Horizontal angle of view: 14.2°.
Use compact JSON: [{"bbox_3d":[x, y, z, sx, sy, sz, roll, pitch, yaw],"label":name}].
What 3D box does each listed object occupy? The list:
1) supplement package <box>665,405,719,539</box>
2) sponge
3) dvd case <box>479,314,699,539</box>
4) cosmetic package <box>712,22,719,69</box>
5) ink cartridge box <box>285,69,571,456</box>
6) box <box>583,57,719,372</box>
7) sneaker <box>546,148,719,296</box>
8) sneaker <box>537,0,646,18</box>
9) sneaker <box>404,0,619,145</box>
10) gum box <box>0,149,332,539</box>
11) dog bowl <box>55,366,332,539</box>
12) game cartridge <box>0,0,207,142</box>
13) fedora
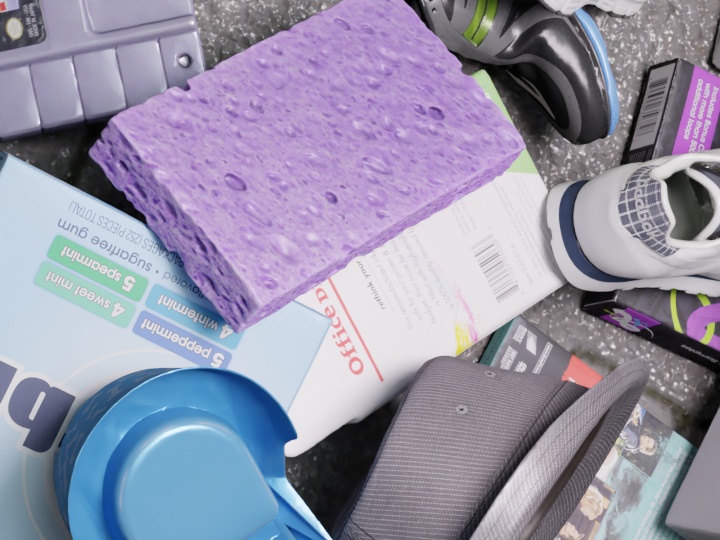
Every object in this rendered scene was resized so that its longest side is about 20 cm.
[{"bbox_3d":[0.279,0.136,1.506,0.200,0.117,0.118,36,74,-28],"label":"supplement package"},{"bbox_3d":[-0.021,-0.057,1.351,0.112,0.030,0.200,49,46,11],"label":"sponge"},{"bbox_3d":[0.120,0.137,1.498,0.200,0.022,0.146,35,68,-18],"label":"dvd case"},{"bbox_3d":[0.301,-0.126,1.607,0.199,0.074,0.102,25,71,-25],"label":"cosmetic package"},{"bbox_3d":[0.000,0.000,1.429,0.200,0.067,0.118,-32,99,-29],"label":"ink cartridge box"},{"bbox_3d":[0.226,-0.010,1.569,0.199,0.036,0.144,24,72,-24],"label":"box"},{"bbox_3d":[0.187,-0.030,1.475,0.199,0.080,0.077,-13,81,-44],"label":"sneaker"},{"bbox_3d":[0.134,-0.182,1.473,0.078,0.090,0.200,46,20,3],"label":"sneaker"},{"bbox_3d":[0.049,-0.132,1.480,0.200,0.071,0.083,42,68,-9],"label":"sneaker"},{"bbox_3d":[-0.132,0.073,1.317,0.169,0.045,0.201,27,89,-14],"label":"gum box"},{"bbox_3d":[-0.065,0.129,1.289,0.111,0.050,0.201,-35,113,-16],"label":"dog bowl"},{"bbox_3d":[-0.153,-0.166,1.370,0.129,0.038,0.201,-12,87,-10],"label":"game cartridge"},{"bbox_3d":[0.049,0.101,1.378,0.090,0.177,0.200,33,41,10],"label":"fedora"}]
